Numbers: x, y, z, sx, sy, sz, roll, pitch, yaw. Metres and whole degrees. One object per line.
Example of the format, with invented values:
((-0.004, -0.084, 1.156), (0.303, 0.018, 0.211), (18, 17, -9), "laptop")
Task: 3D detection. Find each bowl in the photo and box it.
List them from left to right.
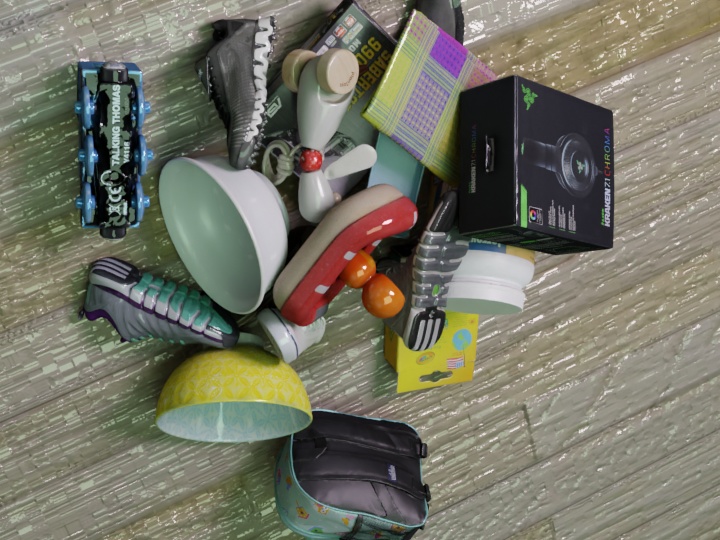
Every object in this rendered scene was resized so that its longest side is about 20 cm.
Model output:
((-0.161, 0.143, 1.381), (0.197, 0.200, 0.109), (8, 64, -25), "bowl")
((-0.147, -0.057, 1.289), (0.090, 0.200, 0.204), (-30, 121, -32), "bowl")

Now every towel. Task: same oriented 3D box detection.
((0.089, -0.196, 1.265), (0.199, 0.023, 0.145), (28, 85, -45), "towel")

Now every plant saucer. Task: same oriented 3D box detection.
((0.046, -0.140, 1.307), (0.069, 0.019, 0.203), (6, 110, -21), "plant saucer")

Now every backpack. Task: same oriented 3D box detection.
((-0.022, 0.287, 1.470), (0.197, 0.178, 0.154), (19, 134, -21), "backpack")

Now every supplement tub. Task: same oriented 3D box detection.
((0.154, -0.053, 1.387), (0.143, 0.144, 0.204), (10, 78, -25), "supplement tub")

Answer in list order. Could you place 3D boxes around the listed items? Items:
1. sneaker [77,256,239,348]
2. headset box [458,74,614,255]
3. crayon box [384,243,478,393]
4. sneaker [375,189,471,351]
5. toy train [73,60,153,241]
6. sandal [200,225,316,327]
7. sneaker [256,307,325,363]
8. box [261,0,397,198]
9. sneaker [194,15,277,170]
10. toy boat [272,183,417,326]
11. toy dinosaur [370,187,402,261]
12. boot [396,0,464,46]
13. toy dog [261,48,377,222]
((-0.247, 0.061, 1.332), (0.198, 0.075, 0.088), (26, 113, -1), "sneaker")
((0.205, -0.120, 1.281), (0.198, 0.092, 0.177), (10, 78, -40), "headset box")
((0.099, 0.062, 1.501), (0.125, 0.051, 0.203), (-6, 112, -21), "crayon box")
((0.063, -0.014, 1.317), (0.074, 0.115, 0.203), (5, 108, -40), "sneaker")
((-0.282, -0.139, 1.227), (0.085, 0.114, 0.203), (-2, 111, -18), "toy train")
((-0.123, 0.019, 1.390), (0.199, 0.082, 0.055), (-39, 142, -12), "sandal")
((-0.082, 0.067, 1.356), (0.070, 0.200, 0.074), (-32, 90, -1), "sneaker")
((-0.024, -0.203, 1.316), (0.158, 0.049, 0.200), (40, 105, -23), "box")
((-0.149, -0.207, 1.245), (0.089, 0.067, 0.203), (7, 67, -7), "sneaker")
((0.000, 0.000, 1.256), (0.131, 0.130, 0.201), (43, 112, 7), "toy boat")
((0.029, -0.087, 1.382), (0.076, 0.102, 0.201), (28, 102, -29), "toy dinosaur")
((0.063, -0.287, 1.342), (0.130, 0.070, 0.203), (-20, 111, -5), "boot")
((-0.032, -0.167, 1.252), (0.095, 0.132, 0.202), (-10, 129, -37), "toy dog")
